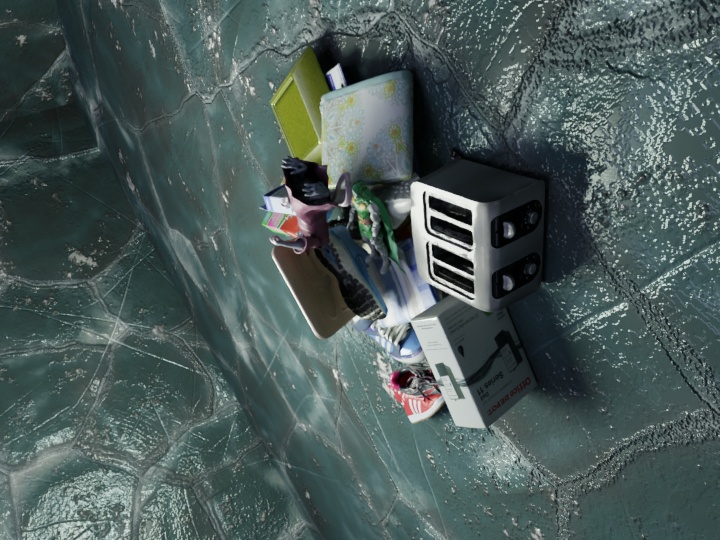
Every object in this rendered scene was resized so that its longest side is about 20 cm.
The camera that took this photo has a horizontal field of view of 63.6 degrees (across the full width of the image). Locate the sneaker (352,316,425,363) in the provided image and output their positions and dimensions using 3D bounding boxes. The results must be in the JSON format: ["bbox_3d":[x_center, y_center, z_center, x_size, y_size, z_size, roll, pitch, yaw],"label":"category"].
[{"bbox_3d":[0.047,0.110,1.211,0.146,0.081,0.199,45,168,-30],"label":"sneaker"}]

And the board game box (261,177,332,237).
[{"bbox_3d":[-0.127,-0.149,1.281,0.040,0.155,0.198,29,172,-37],"label":"board game box"}]

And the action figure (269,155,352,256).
[{"bbox_3d":[-0.079,-0.102,0.990,0.202,0.145,0.136,84,-175,-54],"label":"action figure"}]

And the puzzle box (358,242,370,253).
[{"bbox_3d":[0.072,0.017,1.200,0.199,0.025,0.135,27,135,48],"label":"puzzle box"}]

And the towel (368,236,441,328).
[{"bbox_3d":[0.069,0.028,1.093,0.199,0.023,0.150,-24,86,57],"label":"towel"}]

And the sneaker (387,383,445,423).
[{"bbox_3d":[0.125,0.261,1.262,0.113,0.071,0.200,54,152,10],"label":"sneaker"}]

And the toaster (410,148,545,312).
[{"bbox_3d":[0.171,-0.063,0.877,0.199,0.117,0.184,29,136,46],"label":"toaster"}]

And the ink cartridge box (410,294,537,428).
[{"bbox_3d":[0.193,0.139,0.976,0.083,0.145,0.203,-15,101,59],"label":"ink cartridge box"}]

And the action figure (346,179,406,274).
[{"bbox_3d":[0.016,-0.077,0.984,0.117,0.055,0.202,34,157,35],"label":"action figure"}]

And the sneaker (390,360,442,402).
[{"bbox_3d":[0.143,0.213,1.140,0.199,0.074,0.082,-28,57,44],"label":"sneaker"}]

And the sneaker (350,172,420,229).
[{"bbox_3d":[0.059,-0.114,1.000,0.081,0.076,0.199,54,161,-18],"label":"sneaker"}]

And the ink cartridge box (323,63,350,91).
[{"bbox_3d":[-0.056,-0.324,1.125,0.199,0.039,0.101,-2,110,61],"label":"ink cartridge box"}]

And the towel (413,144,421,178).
[{"bbox_3d":[0.030,-0.194,1.077,0.199,0.048,0.114,8,121,56],"label":"towel"}]

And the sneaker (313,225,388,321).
[{"bbox_3d":[0.000,0.000,1.090,0.078,0.090,0.202,-24,99,50],"label":"sneaker"}]

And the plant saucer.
[{"bbox_3d":[-0.113,-0.299,1.148,0.199,0.047,0.203,-20,93,63],"label":"plant saucer"}]

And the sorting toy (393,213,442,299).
[{"bbox_3d":[0.079,-0.033,1.095,0.184,0.036,0.204,18,117,51],"label":"sorting toy"}]

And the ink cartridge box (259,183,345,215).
[{"bbox_3d":[-0.108,-0.152,1.147,0.198,0.119,0.043,10,127,48],"label":"ink cartridge box"}]

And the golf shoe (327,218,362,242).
[{"bbox_3d":[-0.027,-0.058,1.220,0.199,0.076,0.097,-168,66,-67],"label":"golf shoe"}]

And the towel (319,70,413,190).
[{"bbox_3d":[0.008,-0.230,0.985,0.197,0.048,0.175,-2,90,43],"label":"towel"}]

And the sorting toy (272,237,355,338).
[{"bbox_3d":[-0.080,0.023,1.099,0.036,0.200,0.187,-29,90,23],"label":"sorting toy"}]
